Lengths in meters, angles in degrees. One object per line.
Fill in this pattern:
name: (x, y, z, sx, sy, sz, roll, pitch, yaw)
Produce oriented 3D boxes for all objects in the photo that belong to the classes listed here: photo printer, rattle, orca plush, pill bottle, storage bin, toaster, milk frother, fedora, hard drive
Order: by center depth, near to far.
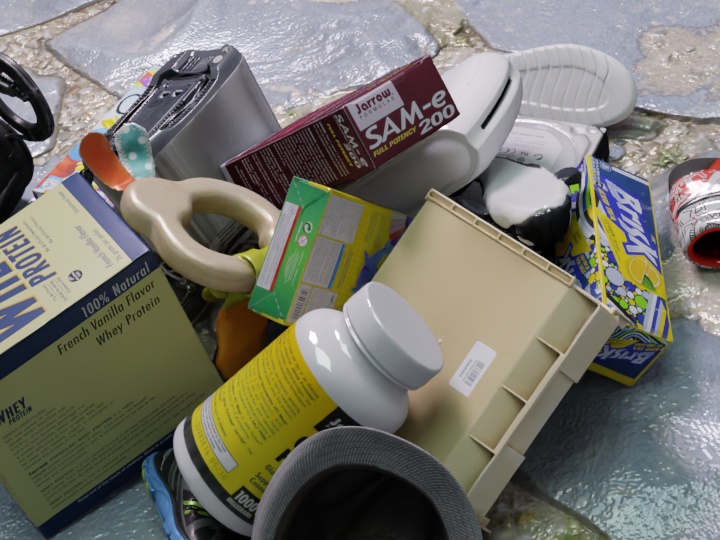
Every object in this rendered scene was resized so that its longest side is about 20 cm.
fedora: (0.012, 0.207, 1.359, 0.176, 0.201, 0.090, 16, 10, 17)
pill bottle: (-0.037, 0.102, 1.401, 0.200, 0.112, 0.113, -41, 38, 19)
storage bin: (0.084, 0.071, 1.469, 0.198, 0.094, 0.200, 35, 89, 40)
rattle: (-0.156, -0.018, 1.560, 0.200, 0.143, 0.130, 24, 52, 4)
orca plush: (0.133, -0.046, 1.605, 0.105, 0.071, 0.200, -24, 21, -22)
toaster: (-0.153, -0.098, 1.658, 0.113, 0.129, 0.200, -1, 42, 48)
photo printer: (0.057, -0.109, 1.664, 0.200, 0.069, 0.167, -32, 17, 35)
hard drive: (0.132, -0.067, 1.704, 0.139, 0.038, 0.200, 11, 49, 26)
milk frother: (-0.383, -0.083, 1.753, 0.180, 0.200, 0.188, 7, 47, 17)

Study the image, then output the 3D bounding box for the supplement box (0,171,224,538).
supplement box: (-0.246, 0.071, 1.530, 0.200, 0.200, 0.134, -36, 46, -12)

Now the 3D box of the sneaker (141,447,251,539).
sneaker: (-0.111, 0.199, 1.465, 0.083, 0.071, 0.200, -29, 40, -6)

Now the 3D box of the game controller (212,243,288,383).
game controller: (-0.072, 0.041, 1.656, 0.104, 0.042, 0.200, -11, 40, 26)

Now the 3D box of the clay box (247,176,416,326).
clay box: (0.000, 0.000, 1.539, 0.048, 0.200, 0.115, 21, 93, 36)

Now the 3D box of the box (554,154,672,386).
box: (0.210, -0.003, 1.572, 0.070, 0.064, 0.200, 22, 41, -19)

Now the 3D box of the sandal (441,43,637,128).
sandal: (0.172, -0.177, 1.798, 0.202, 0.083, 0.050, 4, 2, 22)

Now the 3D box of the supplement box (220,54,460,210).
supplement box: (-0.020, -0.109, 1.566, 0.109, 0.061, 0.200, -34, 8, -34)

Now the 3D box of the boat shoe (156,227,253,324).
boat shoe: (-0.155, -0.019, 1.721, 0.067, 0.057, 0.200, 11, 48, 26)

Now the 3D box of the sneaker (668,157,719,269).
sneaker: (0.369, -0.056, 1.603, 0.201, 0.067, 0.108, -9, 43, 12)

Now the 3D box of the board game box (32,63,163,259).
board game box: (-0.202, -0.092, 1.778, 0.103, 0.105, 0.200, 15, 50, 31)
